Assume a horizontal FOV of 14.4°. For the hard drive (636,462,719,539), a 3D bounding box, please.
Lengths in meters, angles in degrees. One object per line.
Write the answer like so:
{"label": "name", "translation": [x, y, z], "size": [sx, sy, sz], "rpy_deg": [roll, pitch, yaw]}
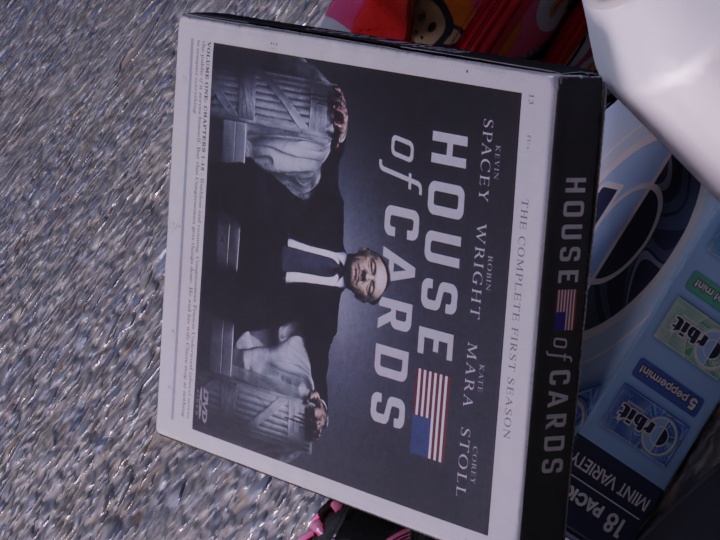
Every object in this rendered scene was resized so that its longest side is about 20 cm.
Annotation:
{"label": "hard drive", "translation": [0.076, 0.152, 0.836], "size": [0.200, 0.042, 0.135], "rpy_deg": [-51, 21, 11]}

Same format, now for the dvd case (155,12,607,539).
{"label": "dvd case", "translation": [0.000, 0.000, 0.918], "size": [0.200, 0.025, 0.150], "rpy_deg": [15, 103, 52]}

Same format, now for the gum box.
{"label": "gum box", "translation": [0.095, -0.005, 1.032], "size": [0.200, 0.045, 0.170], "rpy_deg": [-58, 21, -4]}

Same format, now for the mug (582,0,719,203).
{"label": "mug", "translation": [0.153, -0.082, 0.867], "size": [0.149, 0.153, 0.187], "rpy_deg": [-37, 27, 42]}

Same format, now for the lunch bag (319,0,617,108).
{"label": "lunch bag", "translation": [0.073, -0.128, 0.948], "size": [0.176, 0.082, 0.200], "rpy_deg": [-21, -28, -49]}

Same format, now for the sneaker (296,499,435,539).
{"label": "sneaker", "translation": [-0.013, 0.119, 0.951], "size": [0.079, 0.095, 0.200], "rpy_deg": [122, 161, -69]}
